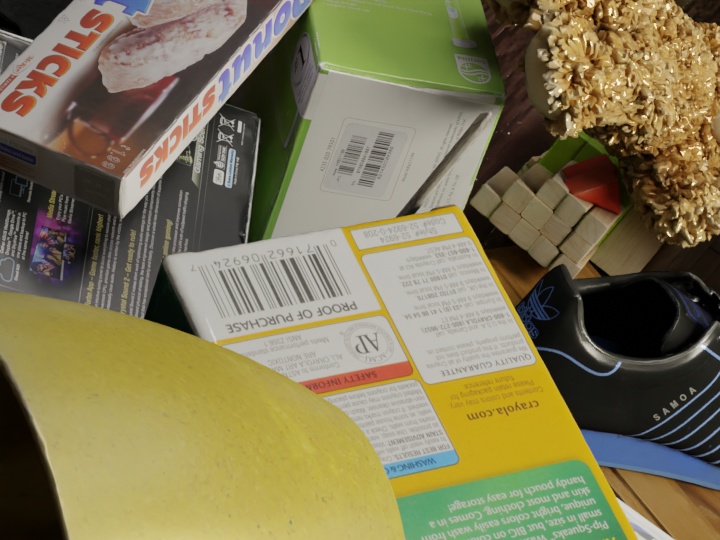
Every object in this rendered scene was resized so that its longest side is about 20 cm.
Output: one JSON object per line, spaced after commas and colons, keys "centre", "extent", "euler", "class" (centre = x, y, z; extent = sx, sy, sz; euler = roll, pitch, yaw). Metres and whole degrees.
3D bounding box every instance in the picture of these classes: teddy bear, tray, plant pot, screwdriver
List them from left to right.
{"centre": [-0.071, 0.099, 0.890], "extent": [0.142, 0.200, 0.200], "euler": [-5, 46, -33], "class": "plant pot"}
{"centre": [0.000, 0.000, 1.094], "extent": [0.028, 0.200, 0.029], "euler": [36, 49, -4], "class": "screwdriver"}
{"centre": [0.111, 0.068, 1.234], "extent": [0.099, 0.037, 0.200], "euler": [-9, 50, -43], "class": "tray"}
{"centre": [0.118, -0.085, 1.171], "extent": [0.200, 0.067, 0.145], "euler": [41, 27, -41], "class": "teddy bear"}

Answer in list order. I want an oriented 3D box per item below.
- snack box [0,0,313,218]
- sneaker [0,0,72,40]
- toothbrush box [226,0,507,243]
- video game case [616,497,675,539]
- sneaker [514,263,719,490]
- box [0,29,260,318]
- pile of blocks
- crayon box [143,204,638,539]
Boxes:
{"centre": [-0.073, -0.099, 1.110], "extent": [0.072, 0.024, 0.200], "euler": [22, 47, 18], "class": "snack box"}
{"centre": [-0.109, -0.072, 1.228], "extent": [0.200, 0.060, 0.104], "euler": [37, 38, 16], "class": "sneaker"}
{"centre": [-0.011, -0.086, 1.236], "extent": [0.086, 0.146, 0.200], "euler": [9, 39, -16], "class": "toothbrush box"}
{"centre": [0.031, 0.128, 1.015], "extent": [0.200, 0.023, 0.182], "euler": [36, 49, 10], "class": "video game case"}
{"centre": [0.145, 0.043, 1.189], "extent": [0.200, 0.078, 0.070], "euler": [6, 40, -32], "class": "sneaker"}
{"centre": [-0.127, 0.005, 1.074], "extent": [0.160, 0.044, 0.200], "euler": [17, 54, -18], "class": "box"}
{"centre": [0.130, -0.037, 1.317], "extent": [0.082, 0.062, 0.200], "euler": [50, 23, 27], "class": "pile of blocks"}
{"centre": [0.015, 0.076, 1.004], "extent": [0.126, 0.052, 0.200], "euler": [-10, 55, -26], "class": "crayon box"}
